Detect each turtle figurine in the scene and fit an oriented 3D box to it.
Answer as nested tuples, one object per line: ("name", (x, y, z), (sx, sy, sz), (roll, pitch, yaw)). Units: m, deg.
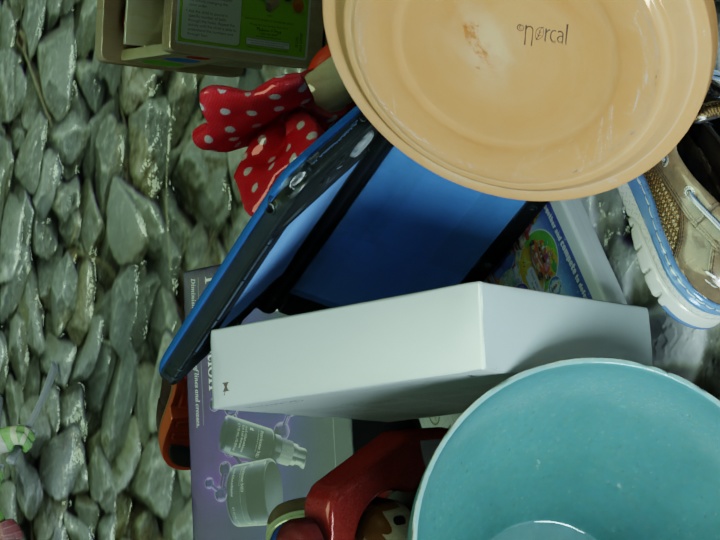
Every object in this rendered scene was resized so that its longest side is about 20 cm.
("turtle figurine", (-0.335, 0.199, 1.818), (0.144, 0.200, 0.194), (-24, 86, 32))

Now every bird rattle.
("bird rattle", (-0.028, -0.109, 1.221), (0.113, 0.163, 0.200), (50, 177, 13))

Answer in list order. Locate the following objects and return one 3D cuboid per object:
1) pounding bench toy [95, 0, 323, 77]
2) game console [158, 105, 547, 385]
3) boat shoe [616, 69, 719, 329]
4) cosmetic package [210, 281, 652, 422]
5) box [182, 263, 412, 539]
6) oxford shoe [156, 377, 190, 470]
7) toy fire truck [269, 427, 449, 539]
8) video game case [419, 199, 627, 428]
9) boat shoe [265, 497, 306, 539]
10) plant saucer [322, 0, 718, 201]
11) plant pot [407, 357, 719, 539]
("pounding bench toy", (-0.149, -0.218, 1.425), (0.156, 0.200, 0.124), (4, 91, 58))
("game console", (0.000, 0.000, 1.118), (0.118, 0.171, 0.200), (39, 132, 4))
("boat shoe", (0.171, -0.071, 1.015), (0.072, 0.072, 0.200), (-41, 59, 40))
("cosmetic package", (0.038, 0.049, 1.064), (0.200, 0.151, 0.052), (-11, 79, 41))
("box", (-0.042, 0.091, 1.292), (0.141, 0.079, 0.200), (-11, 76, 31))
("oxford shoe", (-0.122, 0.060, 1.481), (0.200, 0.071, 0.073), (-66, 32, 31))
("toy fire truck", (0.018, 0.195, 1.116), (0.112, 0.168, 0.200), (3, 92, 47))
("video game case", (0.092, 0.050, 1.174), (0.200, 0.018, 0.143), (-55, 43, 41))
("boat shoe", (-0.021, 0.238, 1.211), (0.076, 0.072, 0.200), (-94, -13, -53))
("plant saucer", (0.075, -0.116, 0.948), (0.200, 0.200, 0.032), (-54, 7, 42))
("plant pot", (0.112, 0.160, 0.987), (0.135, 0.200, 0.200), (115, 148, -67))
